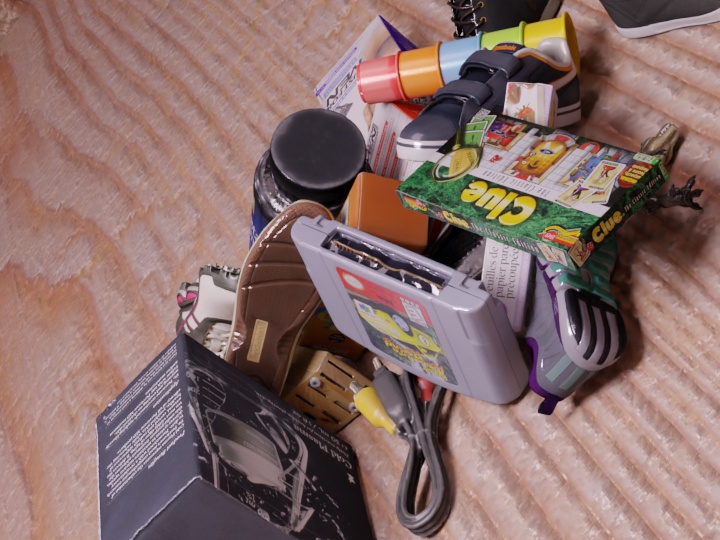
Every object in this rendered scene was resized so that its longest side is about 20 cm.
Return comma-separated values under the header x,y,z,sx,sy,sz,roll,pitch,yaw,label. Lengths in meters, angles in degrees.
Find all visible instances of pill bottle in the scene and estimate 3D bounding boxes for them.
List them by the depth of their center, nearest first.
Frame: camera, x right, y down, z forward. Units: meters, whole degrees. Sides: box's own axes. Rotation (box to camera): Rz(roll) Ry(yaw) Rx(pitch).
x,y,z,sx,sy,sz,roll,pitch,yaw,label
-0.045,-0.056,1.580,0.200,0.111,0.112,99,-173,-59,pill bottle

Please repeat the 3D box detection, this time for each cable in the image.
x,y,z,sx,sy,sz,roll,pitch,yaw,label
0.053,0.131,1.405,0.097,0.050,0.201,-32,43,8,cable

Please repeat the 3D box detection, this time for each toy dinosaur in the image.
x,y,z,sx,sy,sz,roll,pitch,yaw,label
0.198,-0.056,1.298,0.199,0.048,0.088,-31,21,-36,toy dinosaur

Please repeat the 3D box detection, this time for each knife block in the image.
x,y,z,sx,sy,sz,roll,pitch,yaw,label
-0.075,0.098,1.601,0.200,0.064,0.176,-41,30,27,knife block

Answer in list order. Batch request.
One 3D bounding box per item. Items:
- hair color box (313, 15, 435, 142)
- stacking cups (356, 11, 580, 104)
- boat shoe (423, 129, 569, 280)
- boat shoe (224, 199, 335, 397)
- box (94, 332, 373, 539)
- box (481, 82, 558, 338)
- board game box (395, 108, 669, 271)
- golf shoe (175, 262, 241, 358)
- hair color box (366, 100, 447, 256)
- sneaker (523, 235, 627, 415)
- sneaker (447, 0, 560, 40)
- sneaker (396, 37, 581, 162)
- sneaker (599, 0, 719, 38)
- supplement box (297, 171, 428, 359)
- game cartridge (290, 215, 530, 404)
x,y,z,sx,sy,sz,roll,pitch,yaw,label
0.024,-0.171,1.750,0.109,0.065,0.200,-48,29,13,hair color box
0.096,-0.181,1.553,0.199,0.061,0.061,-11,43,17,stacking cups
0.110,-0.034,1.427,0.072,0.060,0.202,38,97,31,boat shoe
-0.074,0.026,1.490,0.075,0.074,0.203,-76,10,-72,boat shoe
-0.101,0.189,1.386,0.124,0.200,0.197,-44,29,18,box
0.125,-0.049,1.374,0.038,0.041,0.201,6,81,16,box
0.123,-0.064,1.282,0.105,0.024,0.200,-46,36,-17,board game box
-0.125,0.046,1.600,0.200,0.077,0.089,147,135,-71,golf shoe
0.061,-0.084,1.553,0.200,0.061,0.102,-132,53,-62,hair color box
0.148,0.017,1.323,0.088,0.074,0.201,-53,19,34,sneaker
0.106,-0.215,1.615,0.075,0.106,0.201,-10,52,55,sneaker
0.104,-0.146,1.443,0.199,0.080,0.078,-21,23,-40,sneaker
0.257,-0.256,1.421,0.199,0.099,0.071,-12,47,52,sneaker
0.000,0.000,1.504,0.200,0.066,0.069,119,158,-55,supplement box
0.039,0.034,1.367,0.199,0.133,0.041,23,65,38,game cartridge
